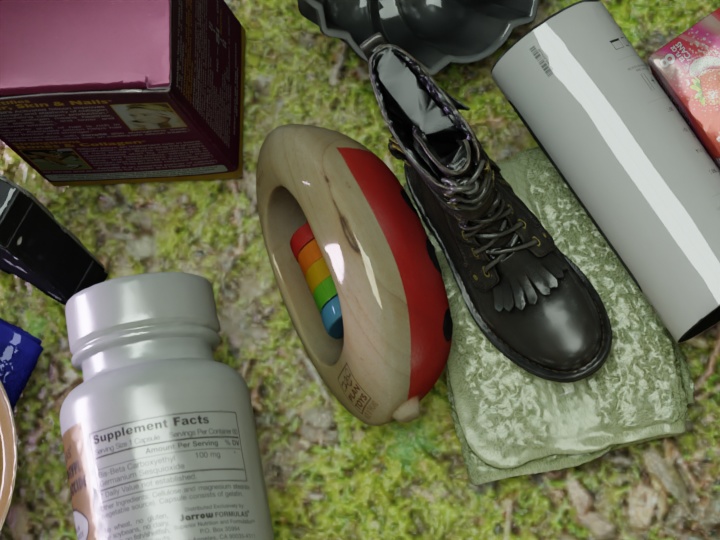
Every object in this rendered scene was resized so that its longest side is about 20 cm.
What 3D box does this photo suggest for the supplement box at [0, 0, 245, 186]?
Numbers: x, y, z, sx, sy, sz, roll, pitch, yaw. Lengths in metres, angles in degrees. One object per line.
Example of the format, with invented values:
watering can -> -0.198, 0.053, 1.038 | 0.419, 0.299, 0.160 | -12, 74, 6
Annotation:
supplement box -> -0.152, -0.125, 1.686 | 0.131, 0.200, 0.103 | -1, 77, 9

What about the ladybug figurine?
ladybug figurine -> 0.000, 0.000, 1.671 | 0.072, 0.136, 0.200 | -15, 69, -21

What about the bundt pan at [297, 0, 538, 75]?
bundt pan -> 0.026, -0.223, 1.701 | 0.202, 0.076, 0.202 | -6, 103, -26

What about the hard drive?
hard drive -> -0.239, -0.040, 1.681 | 0.140, 0.200, 0.038 | 27, 83, 16

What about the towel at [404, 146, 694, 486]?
towel -> 0.111, 0.021, 1.687 | 0.148, 0.036, 0.200 | -16, 74, 5

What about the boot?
boot -> 0.066, -0.031, 1.597 | 0.069, 0.174, 0.200 | -37, 74, -1

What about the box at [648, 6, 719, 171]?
box -> 0.267, -0.065, 1.647 | 0.100, 0.095, 0.200 | -35, 73, 0

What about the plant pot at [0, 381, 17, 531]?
plant pot -> -0.296, 0.123, 1.693 | 0.200, 0.027, 0.200 | -5, 72, 15

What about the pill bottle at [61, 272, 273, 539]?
pill bottle -> -0.117, 0.110, 1.659 | 0.114, 0.114, 0.200 | -12, 74, 7

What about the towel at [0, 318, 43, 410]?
towel -> -0.297, 0.103, 1.740 | 0.148, 0.050, 0.200 | 25, 83, 22

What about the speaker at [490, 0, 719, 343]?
speaker -> 0.164, -0.058, 1.642 | 0.081, 0.081, 0.200 | -34, 80, 1
